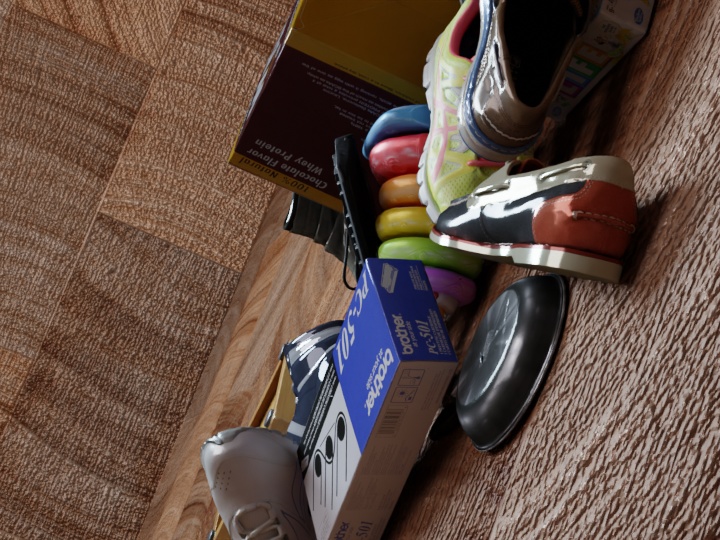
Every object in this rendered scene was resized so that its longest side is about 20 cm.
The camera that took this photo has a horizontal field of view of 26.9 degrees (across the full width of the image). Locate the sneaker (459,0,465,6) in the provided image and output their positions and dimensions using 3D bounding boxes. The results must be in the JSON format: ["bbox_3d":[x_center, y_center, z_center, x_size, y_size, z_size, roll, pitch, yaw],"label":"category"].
[{"bbox_3d":[0.096,-0.236,1.136,0.087,0.077,0.202,102,172,-51],"label":"sneaker"}]

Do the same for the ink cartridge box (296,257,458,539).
[{"bbox_3d":[0.007,0.096,1.027,0.095,0.044,0.201,-108,28,-43],"label":"ink cartridge box"}]

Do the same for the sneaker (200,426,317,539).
[{"bbox_3d":[-0.064,0.196,1.128,0.088,0.074,0.201,-100,-10,-51],"label":"sneaker"}]

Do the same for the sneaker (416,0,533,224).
[{"bbox_3d":[0.082,-0.102,0.996,0.091,0.077,0.202,114,153,-54],"label":"sneaker"}]

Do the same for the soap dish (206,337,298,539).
[{"bbox_3d":[-0.068,0.170,1.356,0.158,0.081,0.201,-82,16,-60],"label":"soap dish"}]

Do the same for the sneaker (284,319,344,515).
[{"bbox_3d":[-0.041,0.133,1.215,0.201,0.069,0.109,-60,32,27],"label":"sneaker"}]

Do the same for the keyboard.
[{"bbox_3d":[0.000,0.000,1.147,0.104,0.039,0.202,-82,-20,-65],"label":"keyboard"}]

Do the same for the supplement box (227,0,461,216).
[{"bbox_3d":[0.023,-0.148,1.227,0.200,0.196,0.134,125,166,-57],"label":"supplement box"}]

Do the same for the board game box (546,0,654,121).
[{"bbox_3d":[0.172,-0.217,1.024,0.135,0.034,0.202,130,161,-64],"label":"board game box"}]

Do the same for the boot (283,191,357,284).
[{"bbox_3d":[-0.013,-0.016,1.328,0.201,0.130,0.068,-76,12,-45],"label":"boot"}]

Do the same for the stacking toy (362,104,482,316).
[{"bbox_3d":[0.050,-0.010,1.085,0.110,0.115,0.202,132,148,-73],"label":"stacking toy"}]

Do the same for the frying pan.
[{"bbox_3d":[0.080,0.053,0.937,0.116,0.031,0.190,-67,11,-7],"label":"frying pan"}]

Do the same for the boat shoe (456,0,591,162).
[{"bbox_3d":[0.114,-0.168,0.944,0.072,0.072,0.202,143,139,-64],"label":"boat shoe"}]

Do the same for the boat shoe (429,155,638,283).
[{"bbox_3d":[0.097,-0.032,0.857,0.200,0.070,0.063,-169,89,-72],"label":"boat shoe"}]
